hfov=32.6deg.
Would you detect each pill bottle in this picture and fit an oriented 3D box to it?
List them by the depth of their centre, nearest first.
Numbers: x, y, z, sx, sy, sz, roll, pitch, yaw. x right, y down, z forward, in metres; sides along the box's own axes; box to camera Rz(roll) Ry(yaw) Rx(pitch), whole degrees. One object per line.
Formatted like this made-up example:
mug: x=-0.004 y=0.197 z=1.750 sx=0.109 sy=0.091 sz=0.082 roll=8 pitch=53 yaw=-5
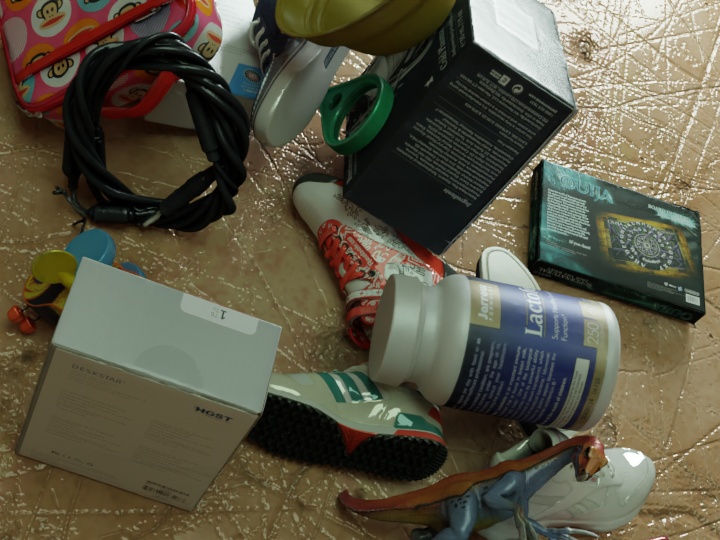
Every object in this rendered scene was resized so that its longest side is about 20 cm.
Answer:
pill bottle: x=0.113 y=0.067 z=1.064 sx=0.199 sy=0.116 sz=0.116 roll=11 pitch=57 yaw=-9

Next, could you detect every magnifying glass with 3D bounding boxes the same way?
magnifying glass: x=-0.024 y=-0.162 z=1.182 sx=0.022 sy=0.200 sz=0.080 roll=33 pitch=93 yaw=-27

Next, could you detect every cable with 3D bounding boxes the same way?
cable: x=-0.175 y=-0.112 z=1.059 sx=0.162 sy=0.201 sz=0.051 roll=16 pitch=37 yaw=-3

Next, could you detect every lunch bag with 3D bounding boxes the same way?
lunch bag: x=-0.225 y=-0.216 z=1.112 sx=0.082 sy=0.199 sz=0.177 roll=31 pitch=38 yaw=-63

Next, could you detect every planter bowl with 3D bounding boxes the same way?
planter bowl: x=0.027 y=-0.254 z=1.101 sx=0.083 sy=0.199 sz=0.201 roll=46 pitch=45 yaw=-35

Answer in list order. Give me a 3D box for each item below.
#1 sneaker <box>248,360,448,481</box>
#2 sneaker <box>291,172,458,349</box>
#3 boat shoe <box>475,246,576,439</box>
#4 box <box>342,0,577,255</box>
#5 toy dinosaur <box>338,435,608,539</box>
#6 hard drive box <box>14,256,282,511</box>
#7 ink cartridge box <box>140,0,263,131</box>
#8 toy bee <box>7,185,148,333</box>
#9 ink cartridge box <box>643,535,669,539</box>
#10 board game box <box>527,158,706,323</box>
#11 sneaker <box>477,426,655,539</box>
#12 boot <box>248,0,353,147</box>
sneaker: x=-0.019 y=0.118 z=1.082 sx=0.199 sy=0.071 sz=0.094 roll=16 pitch=38 yaw=-12
sneaker: x=0.001 y=0.000 z=1.151 sx=0.201 sy=0.067 sz=0.108 roll=38 pitch=51 yaw=-2
boat shoe: x=0.152 y=0.075 z=1.176 sx=0.074 sy=0.062 sz=0.201 roll=-12 pitch=69 yaw=-31
box: x=0.087 y=-0.160 z=1.163 sx=0.123 sy=0.197 sz=0.201 roll=29 pitch=32 yaw=-19
toy dinosaur: x=0.107 y=0.183 z=1.005 sx=0.200 sy=0.105 sz=0.182 roll=39 pitch=90 yaw=9
hard drive box: x=-0.166 y=0.094 z=0.936 sx=0.155 sy=0.200 sz=0.077 roll=21 pitch=55 yaw=-12
ink cartridge box: x=-0.163 y=-0.237 z=1.207 sx=0.115 sy=0.067 sz=0.201 roll=7 pitch=57 yaw=-37
toy bee: x=-0.231 y=0.024 z=1.020 sx=0.109 sy=0.200 sz=0.131 roll=-45 pitch=117 yaw=-8
ink cartridge box: x=0.158 y=0.318 z=0.980 sx=0.199 sy=0.145 sz=0.146 roll=-4 pitch=63 yaw=-26
board game box: x=0.275 y=-0.032 z=1.316 sx=0.199 sy=0.028 sz=0.136 roll=17 pitch=55 yaw=-13
sneaker: x=0.191 y=0.185 z=1.099 sx=0.199 sy=0.100 sz=0.075 roll=-8 pitch=36 yaw=-28
boot: x=-0.074 y=-0.203 z=1.172 sx=0.090 sy=0.073 sz=0.201 roll=19 pitch=57 yaw=20
